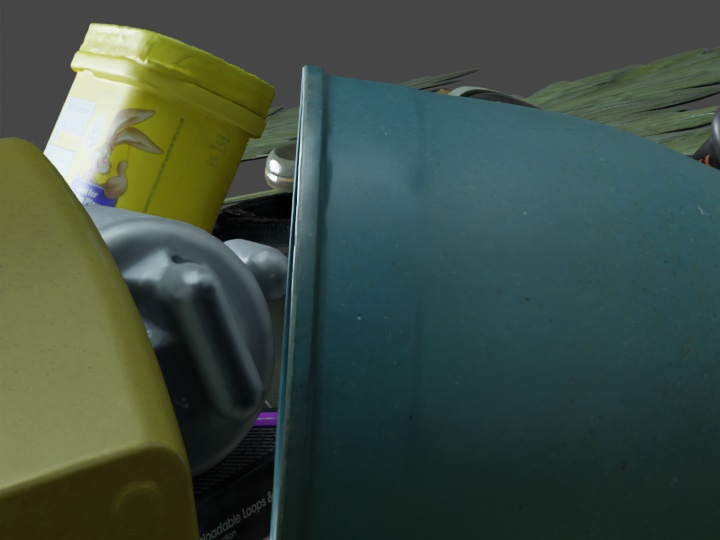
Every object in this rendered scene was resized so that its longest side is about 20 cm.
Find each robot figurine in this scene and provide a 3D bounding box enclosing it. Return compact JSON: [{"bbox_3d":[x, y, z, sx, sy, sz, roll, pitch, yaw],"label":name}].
[{"bbox_3d":[-0.108,0.030,0.801,0.169,0.114,0.200,-23,13,-21],"label":"robot figurine"}]

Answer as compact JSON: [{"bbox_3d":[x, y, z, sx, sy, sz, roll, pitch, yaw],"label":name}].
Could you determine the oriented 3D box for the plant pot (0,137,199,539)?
[{"bbox_3d":[-0.137,0.096,0.510,0.199,0.201,0.176,-16,23,-26],"label":"plant pot"}]

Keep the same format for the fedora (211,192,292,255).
[{"bbox_3d":[0.011,0.001,1.067,0.199,0.092,0.201,-5,9,1],"label":"fedora"}]

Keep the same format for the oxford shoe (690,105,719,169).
[{"bbox_3d":[0.193,-0.040,0.918,0.072,0.072,0.200,-13,-17,18],"label":"oxford shoe"}]

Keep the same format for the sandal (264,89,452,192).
[{"bbox_3d":[0.032,-0.077,1.065,0.199,0.054,0.080,0,11,28],"label":"sandal"}]

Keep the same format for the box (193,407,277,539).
[{"bbox_3d":[-0.104,0.106,0.805,0.142,0.036,0.200,-5,11,35],"label":"box"}]

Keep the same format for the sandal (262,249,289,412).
[{"bbox_3d":[0.000,0.000,0.926,0.081,0.055,0.201,27,60,9],"label":"sandal"}]

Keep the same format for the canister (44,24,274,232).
[{"bbox_3d":[-0.138,-0.026,1.018,0.086,0.201,0.148,23,-2,-27],"label":"canister"}]

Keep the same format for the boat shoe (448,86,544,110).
[{"bbox_3d":[0.117,-0.034,0.981,0.201,0.072,0.060,35,-12,-38],"label":"boat shoe"}]

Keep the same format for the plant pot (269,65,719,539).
[{"bbox_3d":[0.067,0.041,0.599,0.187,0.202,0.200,4,10,-3],"label":"plant pot"}]
